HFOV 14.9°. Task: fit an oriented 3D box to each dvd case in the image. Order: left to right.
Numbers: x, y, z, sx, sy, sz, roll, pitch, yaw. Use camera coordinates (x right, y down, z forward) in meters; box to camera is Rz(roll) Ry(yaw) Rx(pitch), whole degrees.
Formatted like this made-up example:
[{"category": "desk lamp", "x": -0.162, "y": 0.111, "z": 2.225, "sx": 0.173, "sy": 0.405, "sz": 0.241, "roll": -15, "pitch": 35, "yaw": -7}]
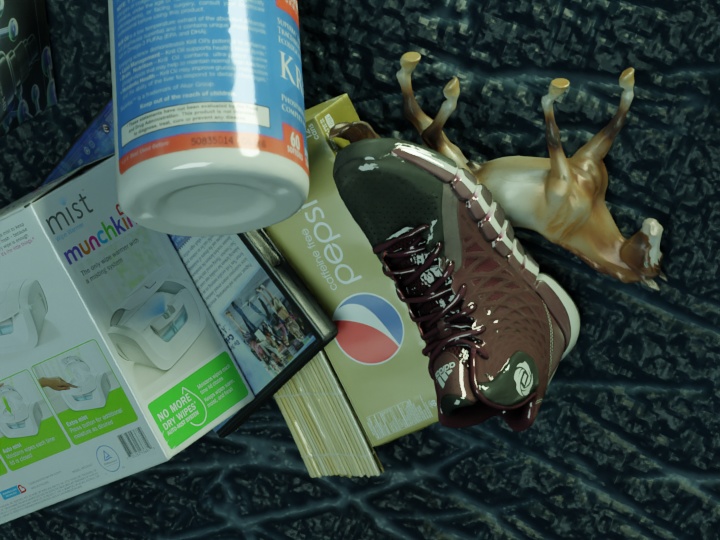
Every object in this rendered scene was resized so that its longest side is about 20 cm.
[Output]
[{"category": "dvd case", "x": -0.109, "y": -0.008, "z": 1.681, "sx": 0.200, "sy": 0.018, "sz": 0.143, "roll": 53, "pitch": 138, "yaw": 6}]

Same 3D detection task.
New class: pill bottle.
[{"category": "pill bottle", "x": -0.090, "y": -0.130, "z": 1.593, "sx": 0.112, "sy": 0.112, "sz": 0.200, "roll": -12, "pitch": 69, "yaw": 21}]

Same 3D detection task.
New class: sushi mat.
[{"category": "sushi mat", "x": -0.050, "y": 0.040, "z": 1.692, "sx": 0.096, "sy": 0.012, "sz": 0.200, "roll": -13, "pitch": 105, "yaw": 61}]

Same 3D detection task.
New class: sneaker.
[{"category": "sneaker", "x": 0.051, "y": 0.019, "z": 1.589, "sx": 0.076, "sy": 0.116, "sz": 0.200, "roll": -22, "pitch": 127, "yaw": 40}]

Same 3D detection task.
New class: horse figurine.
[{"category": "horse figurine", "x": 0.084, "y": -0.060, "z": 1.622, "sx": 0.200, "sy": 0.050, "sz": 0.133, "roll": 4, "pitch": 125, "yaw": 8}]

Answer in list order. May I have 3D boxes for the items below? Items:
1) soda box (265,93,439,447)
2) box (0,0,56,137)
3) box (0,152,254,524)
[{"category": "soda box", "x": 0.000, "y": 0.000, "z": 1.664, "sx": 0.064, "sy": 0.068, "sz": 0.200, "roll": -23, "pitch": 98, "yaw": 22}, {"category": "box", "x": -0.273, "y": -0.145, "z": 1.636, "sx": 0.107, "sy": 0.200, "sz": 0.149, "roll": -1, "pitch": 107, "yaw": 17}, {"category": "box", "x": -0.197, "y": 0.048, "z": 1.697, "sx": 0.200, "sy": 0.097, "sz": 0.177, "roll": -24, "pitch": 97, "yaw": 42}]
